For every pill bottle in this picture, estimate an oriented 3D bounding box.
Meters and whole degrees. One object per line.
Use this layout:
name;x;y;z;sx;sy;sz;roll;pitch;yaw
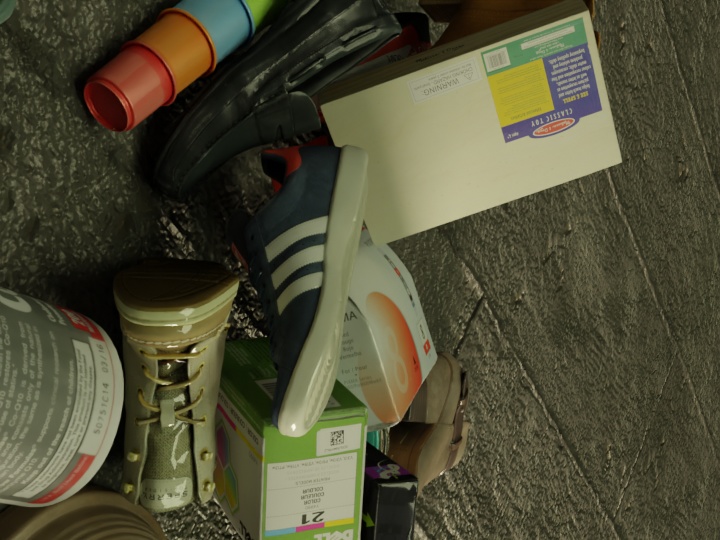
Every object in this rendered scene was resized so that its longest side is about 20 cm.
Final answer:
pill bottle;-0.227;0.054;0.637;0.200;0.113;0.115;27;76;-55

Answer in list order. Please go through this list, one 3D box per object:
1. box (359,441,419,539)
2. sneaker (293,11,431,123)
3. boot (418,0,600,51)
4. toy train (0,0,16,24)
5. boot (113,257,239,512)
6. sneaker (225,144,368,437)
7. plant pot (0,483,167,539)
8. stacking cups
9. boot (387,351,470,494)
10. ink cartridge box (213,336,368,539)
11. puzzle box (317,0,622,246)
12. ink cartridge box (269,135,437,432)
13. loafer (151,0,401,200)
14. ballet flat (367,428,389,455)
box;-0.019;0.191;0.915;0.036;0.200;0.144;0;99;-23
sneaker;-0.001;-0.126;0.966;0.201;0.067;0.109;-36;124;-49
boot;0.105;-0.142;0.940;0.071;0.143;0.203;19;78;-59
toy train;-0.250;-0.156;0.588;0.200;0.085;0.115;-29;109;-47
boot;-0.116;0.074;0.767;0.200;0.071;0.156;-142;-123;-83
sneaker;-0.049;0.008;0.789;0.075;0.084;0.201;92;7;-59
plant pot;-0.169;0.243;0.789;0.200;0.092;0.202;-20;114;-53
stacking cups;-0.105;-0.159;0.825;0.200;0.060;0.061;-46;133;-33
boot;0.050;0.171;1.120;0.146;0.070;0.201;14;93;-64
ink cartridge box;-0.061;0.165;0.868;0.075;0.148;0.202;-4;108;-24
puzzle box;0.082;-0.104;0.903;0.025;0.199;0.134;-102;172;-53
ink cartridge box;0.000;0.000;0.925;0.162;0.050;0.201;-43;120;-72
loafer;-0.056;-0.117;0.833;0.201;0.070;0.068;-46;177;-6
ballet flat;-0.005;0.100;1.023;0.075;0.067;0.201;-38;125;-56
